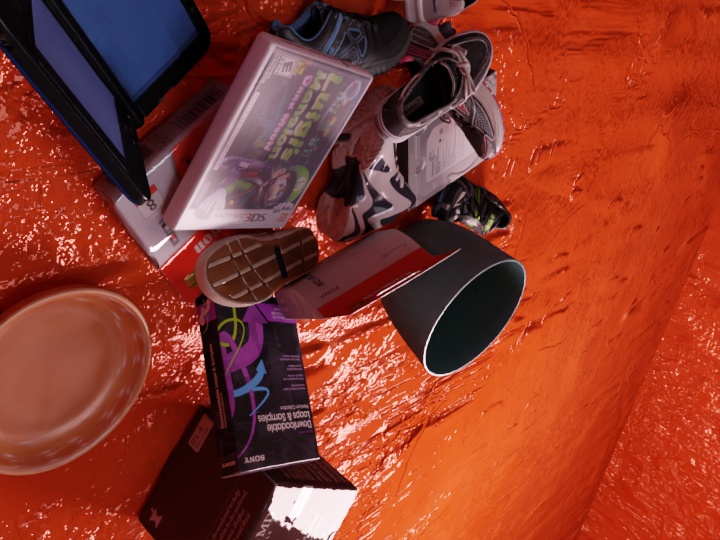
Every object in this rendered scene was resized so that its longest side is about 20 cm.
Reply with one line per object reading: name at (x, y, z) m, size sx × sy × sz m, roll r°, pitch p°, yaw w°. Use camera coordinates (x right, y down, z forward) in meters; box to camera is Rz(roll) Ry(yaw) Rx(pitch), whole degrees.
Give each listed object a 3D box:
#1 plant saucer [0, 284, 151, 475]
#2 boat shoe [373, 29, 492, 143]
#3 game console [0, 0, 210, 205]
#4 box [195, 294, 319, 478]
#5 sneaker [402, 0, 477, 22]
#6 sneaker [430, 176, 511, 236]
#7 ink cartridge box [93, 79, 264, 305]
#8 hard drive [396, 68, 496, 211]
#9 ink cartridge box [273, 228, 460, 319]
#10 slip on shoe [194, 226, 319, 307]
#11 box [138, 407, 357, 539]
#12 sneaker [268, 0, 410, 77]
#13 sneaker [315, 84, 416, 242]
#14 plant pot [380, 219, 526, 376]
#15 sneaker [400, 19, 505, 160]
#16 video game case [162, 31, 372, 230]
plant saucer at (-0.298, 0.102, 0.704) m, size 0.198 × 0.037 × 0.204 m, roll -33°, pitch 139°, yaw -34°
boat shoe at (0.097, -0.221, 0.824) m, size 0.198 × 0.068 × 0.075 m, roll -37°, pitch 102°, yaw -27°
game console at (-0.189, -0.188, 0.566) m, size 0.116 × 0.173 × 0.201 m, roll -27°, pitch 142°, yaw 2°
box at (-0.118, 0.130, 0.849) m, size 0.142 × 0.035 × 0.205 m, roll 9°, pitch 66°, yaw -55°
sneaker at (0.123, -0.344, 0.859) m, size 0.201 × 0.080 × 0.076 m, roll -56°, pitch 150°, yaw -37°
sneaker at (0.178, -0.099, 1.130) m, size 0.197 × 0.082 × 0.072 m, roll 3°, pitch 118°, yaw -52°
ink cartridge box at (-0.158, -0.066, 0.750) m, size 0.162 × 0.050 × 0.202 m, roll -47°, pitch 141°, yaw -18°
hard drive at (0.122, -0.190, 1.031) m, size 0.198 × 0.037 × 0.142 m, roll -34°, pitch 138°, yaw -32°
ink cartridge box at (0.000, 0.000, 0.836) m, size 0.158 × 0.199 × 0.048 m, roll -29°, pitch 98°, yaw -25°
slip on shoe at (-0.121, -0.008, 0.802) m, size 0.199 × 0.059 × 0.078 m, roll -29°, pitch 108°, yaw -58°
box at (-0.141, 0.305, 0.943) m, size 0.168 × 0.163 × 0.199 m, roll -59°, pitch 146°, yaw 1°
sneaker at (-0.017, -0.249, 0.775) m, size 0.198 × 0.072 × 0.083 m, roll -35°, pitch 138°, yaw -33°
sneaker at (0.028, -0.132, 0.917) m, size 0.128 × 0.079 × 0.204 m, roll -8°, pitch 121°, yaw -51°
plant pot at (0.116, 0.022, 1.056) m, size 0.198 × 0.161 × 0.204 m, roll -29°, pitch 143°, yaw -25°
sneaker at (0.113, -0.223, 0.924) m, size 0.075 × 0.080 × 0.201 m, roll -43°, pitch 109°, yaw -13°
video game case at (-0.086, -0.125, 0.718) m, size 0.202 × 0.023 × 0.180 m, roll -56°, pitch 158°, yaw 21°
